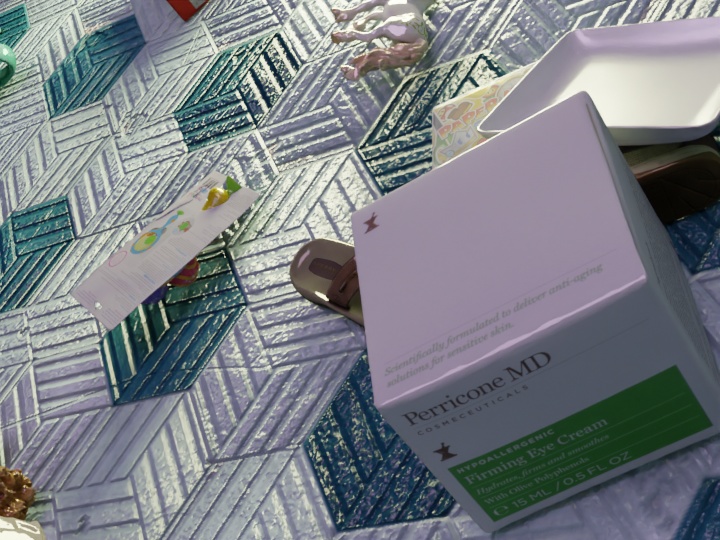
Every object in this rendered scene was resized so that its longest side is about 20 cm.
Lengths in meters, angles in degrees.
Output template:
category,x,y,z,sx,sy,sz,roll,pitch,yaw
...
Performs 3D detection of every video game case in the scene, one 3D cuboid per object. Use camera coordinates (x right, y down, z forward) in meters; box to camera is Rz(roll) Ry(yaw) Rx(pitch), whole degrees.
category,x,y,z,sx,sy,sz,roll,pitch,yaw
video game case,0.153,-0.118,1.133,0.198,0.023,0.184,-22,41,23

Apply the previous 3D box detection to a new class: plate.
category,x,y,z,sx,sy,sz,roll,pitch,yaw
plate,0.220,-0.147,1.028,0.197,0.033,0.200,3,34,35

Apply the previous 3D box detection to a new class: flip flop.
category,x,y,z,sx,sy,sz,roll,pitch,yaw
flip flop,0.000,0.000,1.117,0.199,0.058,0.082,17,64,48

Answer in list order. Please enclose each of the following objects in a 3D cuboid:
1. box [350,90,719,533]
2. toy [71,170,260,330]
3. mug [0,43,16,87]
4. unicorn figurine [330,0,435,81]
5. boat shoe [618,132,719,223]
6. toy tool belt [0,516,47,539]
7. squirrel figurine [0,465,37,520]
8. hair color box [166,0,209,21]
category,x,y,z,sx,sy,sz,roll,pitch,yaw
box,0.121,0.029,0.890,0.197,0.172,0.202,-27,39,17
toy,-0.190,-0.013,1.303,0.200,0.047,0.115,-46,34,-12
mug,-0.602,-0.273,1.850,0.183,0.115,0.153,23,63,11
unicorn figurine,0.036,-0.277,1.361,0.135,0.074,0.203,-17,57,13
boat shoe,0.189,-0.063,1.016,0.197,0.074,0.065,-13,39,18
toy tool belt,-0.297,0.302,1.046,0.124,0.123,0.200,-65,29,18
squirrel figurine,-0.402,0.214,1.206,0.197,0.143,0.187,21,31,9
hair color box,-0.242,-0.426,1.744,0.111,0.064,0.200,-41,36,1
